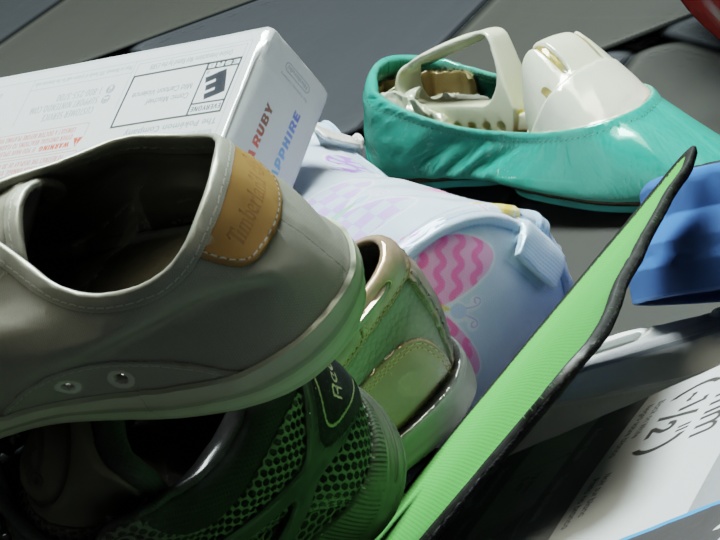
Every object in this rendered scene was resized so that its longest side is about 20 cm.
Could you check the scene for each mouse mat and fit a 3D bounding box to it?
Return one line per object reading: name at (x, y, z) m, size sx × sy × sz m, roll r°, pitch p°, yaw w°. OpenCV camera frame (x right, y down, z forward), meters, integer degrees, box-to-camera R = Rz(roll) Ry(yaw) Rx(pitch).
mouse mat at (0.028, 0.049, 0.654) m, size 0.161 × 0.008 × 0.200 m, roll -52°, pitch -2°, yaw 23°

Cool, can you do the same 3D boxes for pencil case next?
pencil case at (0.000, 0.000, 0.902) m, size 0.091 × 0.083 × 0.200 m, roll -37°, pitch 25°, yaw -12°

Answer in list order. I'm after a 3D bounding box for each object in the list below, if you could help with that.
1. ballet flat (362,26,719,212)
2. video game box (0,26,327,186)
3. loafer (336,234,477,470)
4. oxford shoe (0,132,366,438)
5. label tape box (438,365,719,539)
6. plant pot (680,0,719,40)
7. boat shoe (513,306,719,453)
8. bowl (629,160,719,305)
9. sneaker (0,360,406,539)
ballet flat at (0.070, -0.066, 1.047) m, size 0.067 × 0.071 × 0.200 m, roll -31°, pitch 24°, yaw -37°
video game box at (-0.123, 0.007, 0.899) m, size 0.199 × 0.047 × 0.183 m, roll -6°, pitch 49°, yaw 38°
loafer at (-0.052, 0.064, 0.746) m, size 0.200 × 0.063 × 0.072 m, roll -39°, pitch 36°, yaw -22°
oxford shoe at (-0.096, 0.008, 0.595) m, size 0.199 × 0.058 × 0.075 m, roll -12°, pitch 43°, yaw 25°
label tape box at (0.094, 0.064, 0.530) m, size 0.200 × 0.066 × 0.143 m, roll -29°, pitch 10°, yaw 33°
plant pot at (0.213, -0.193, 1.104) m, size 0.199 × 0.201 × 0.183 m, roll -14°, pitch 27°, yaw 6°
boat shoe at (0.131, 0.036, 0.740) m, size 0.199 × 0.072 × 0.069 m, roll -19°, pitch 20°, yaw 20°
bowl at (0.180, -0.018, 0.760) m, size 0.200 × 0.040 × 0.201 m, roll -6°, pitch -3°, yaw 0°
sneaker at (-0.088, 0.081, 0.648) m, size 0.199 × 0.114 × 0.076 m, roll -38°, pitch 55°, yaw 2°
